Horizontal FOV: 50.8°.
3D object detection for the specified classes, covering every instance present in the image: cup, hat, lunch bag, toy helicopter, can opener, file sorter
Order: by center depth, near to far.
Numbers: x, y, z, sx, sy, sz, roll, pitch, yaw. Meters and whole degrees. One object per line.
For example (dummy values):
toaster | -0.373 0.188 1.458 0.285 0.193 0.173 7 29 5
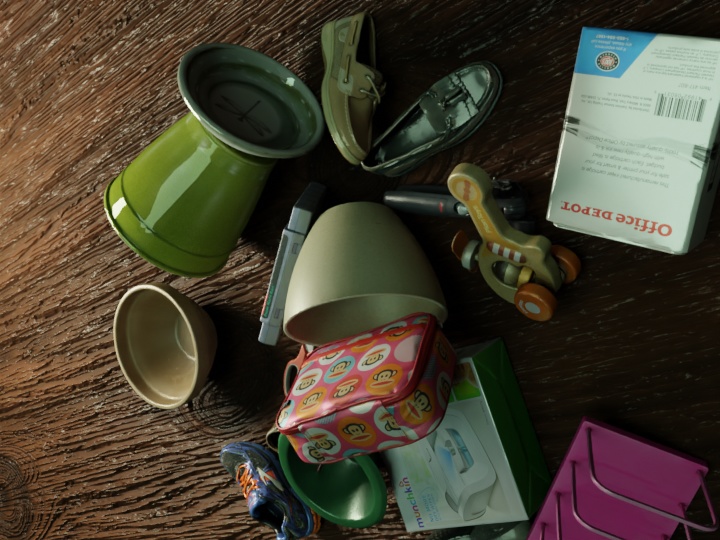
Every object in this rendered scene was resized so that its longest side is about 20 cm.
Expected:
file sorter | 0.270 0.291 0.814 0.139 0.125 0.200 20 113 8
toy helicopter | 0.147 -0.036 0.842 0.132 0.079 0.200 4 137 48
lunch bag | 0.012 0.127 0.878 0.200 0.176 0.082 -22 114 29
can opener | 0.112 -0.079 0.907 0.200 0.063 0.079 12 107 33
cup | 0.000 0.000 0.944 0.200 0.200 0.143 -23 63 36
hat | 0.000 0.214 1.027 0.166 0.176 0.200 11 124 28

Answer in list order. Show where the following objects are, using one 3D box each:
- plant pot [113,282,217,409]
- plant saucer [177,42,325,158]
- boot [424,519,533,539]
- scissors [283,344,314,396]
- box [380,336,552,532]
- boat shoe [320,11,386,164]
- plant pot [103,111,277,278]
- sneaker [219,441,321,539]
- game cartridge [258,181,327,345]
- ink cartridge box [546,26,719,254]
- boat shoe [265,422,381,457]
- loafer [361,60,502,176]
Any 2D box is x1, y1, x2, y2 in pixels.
plant pot | -0.299 0.114 1.223 0.201 0.093 0.201 8 104 33
plant saucer | -0.144 -0.209 0.980 0.200 0.200 0.050 53 133 14
boot | 0.163 0.384 0.975 0.200 0.068 0.131 -36 84 36
scissors | -0.080 0.109 1.114 0.073 0.014 0.200 16 111 34
box | 0.117 0.206 0.947 0.176 0.097 0.200 -19 89 34
boat shoe | -0.006 -0.228 0.928 0.064 0.071 0.200 -15 71 26
plant pot | -0.218 -0.126 1.054 0.193 0.200 0.200 -45 74 29
sneaker | -0.150 0.340 1.175 0.200 0.078 0.075 35 118 24
game cartridge | -0.093 -0.011 1.030 0.038 0.130 0.200 19 112 4
ink cartridge box | 0.284 -0.132 0.760 0.146 0.084 0.200 18 111 32
boat shoe | -0.050 0.246 1.085 0.202 0.075 0.075 -7 96 36
loafer | 0.082 -0.174 0.907 0.200 0.063 0.072 -37 78 35
